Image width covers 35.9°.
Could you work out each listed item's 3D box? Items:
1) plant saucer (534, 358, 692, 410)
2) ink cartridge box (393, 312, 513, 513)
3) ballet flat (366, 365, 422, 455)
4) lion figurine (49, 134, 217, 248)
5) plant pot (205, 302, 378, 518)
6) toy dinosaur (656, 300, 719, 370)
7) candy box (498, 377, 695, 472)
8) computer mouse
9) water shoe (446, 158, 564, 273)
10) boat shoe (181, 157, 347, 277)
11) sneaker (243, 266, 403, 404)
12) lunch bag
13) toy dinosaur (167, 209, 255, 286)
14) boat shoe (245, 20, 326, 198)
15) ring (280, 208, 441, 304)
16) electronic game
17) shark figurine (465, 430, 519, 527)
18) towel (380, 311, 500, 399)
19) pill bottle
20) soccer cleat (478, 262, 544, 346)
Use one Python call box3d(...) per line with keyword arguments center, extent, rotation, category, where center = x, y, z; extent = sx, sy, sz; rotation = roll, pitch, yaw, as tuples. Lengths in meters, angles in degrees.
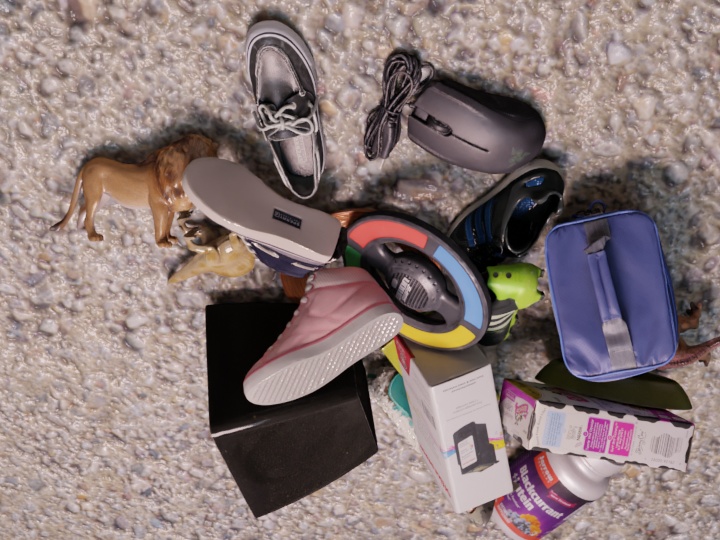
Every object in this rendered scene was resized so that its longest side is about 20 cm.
box3d(center=(0.320, 0.140, 1.401), extent=(0.197, 0.200, 0.032), rotation=(9, 92, -7), category="plant saucer")
box3d(center=(0.116, 0.176, 1.394), extent=(0.082, 0.146, 0.202), rotation=(-19, 120, -10), category="ink cartridge box")
box3d(center=(0.069, 0.195, 1.518), extent=(0.071, 0.072, 0.201), rotation=(-23, 126, 20), category="ballet flat")
box3d(center=(-0.255, -0.093, 1.243), extent=(0.197, 0.072, 0.124), rotation=(3, 99, 6), category="lion figurine")
box3d(center=(-0.081, 0.156, 1.385), extent=(0.175, 0.201, 0.201), rotation=(-14, 137, 4), category="plant pot")
box3d(center=(0.346, 0.083, 1.347), extent=(0.134, 0.199, 0.087), rotation=(-14, 115, -40), category="toy dinosaur")
box3d(center=(0.276, 0.182, 1.323), extent=(0.197, 0.136, 0.062), rotation=(9, 94, -10), category="candy box")
box3d(center=(0.108, -0.148, 1.203), extent=(0.197, 0.053, 0.140), rotation=(12, 130, -10), category="computer mouse")
box3d(center=(0.158, -0.043, 1.279), extent=(0.071, 0.080, 0.200), rotation=(23, 128, -19), category="water shoe")
box3d(center=(-0.119, -0.050, 1.235), extent=(0.198, 0.075, 0.093), rotation=(28, 149, -18), category="boat shoe")
box3d(center=(-0.057, 0.069, 1.275), extent=(0.199, 0.105, 0.076), rotation=(-31, 146, -1), category="sneaker")
box3d(center=(0.282, 0.021, 1.255), extent=(0.134, 0.203, 0.132), rotation=(-12, 175, 10), category="lunch bag")
box3d(center=(-0.175, -0.023, 1.317), extent=(0.198, 0.059, 0.101), rotation=(-23, 129, 20), category="toy dinosaur")
box3d(center=(-0.079, -0.165, 1.180), extent=(0.072, 0.069, 0.201), rotation=(-4, 132, 4), category="boat shoe")
box3d(center=(0.000, 0.000, 1.362), extent=(0.197, 0.019, 0.202), rotation=(1, 132, 1), category="ring")
box3d(center=(0.063, 0.014, 1.280), extent=(0.198, 0.042, 0.201), rotation=(27, 144, 21), category="electronic game")
box3d(center=(0.194, 0.257, 1.520), extent=(0.089, 0.216, 0.128), rotation=(30, 160, -14), category="shark figurine")
box3d(center=(0.107, 0.136, 1.472), extent=(0.086, 0.018, 0.200), rotation=(-39, 124, 0), category="towel")
box3d(center=(0.277, 0.289, 1.557), extent=(0.111, 0.112, 0.200), rotation=(28, 127, -23), category="pill bottle")
box3d(center=(0.157, 0.037, 1.333), extent=(0.080, 0.068, 0.200), rotation=(6, 157, -8), category="soccer cleat")
